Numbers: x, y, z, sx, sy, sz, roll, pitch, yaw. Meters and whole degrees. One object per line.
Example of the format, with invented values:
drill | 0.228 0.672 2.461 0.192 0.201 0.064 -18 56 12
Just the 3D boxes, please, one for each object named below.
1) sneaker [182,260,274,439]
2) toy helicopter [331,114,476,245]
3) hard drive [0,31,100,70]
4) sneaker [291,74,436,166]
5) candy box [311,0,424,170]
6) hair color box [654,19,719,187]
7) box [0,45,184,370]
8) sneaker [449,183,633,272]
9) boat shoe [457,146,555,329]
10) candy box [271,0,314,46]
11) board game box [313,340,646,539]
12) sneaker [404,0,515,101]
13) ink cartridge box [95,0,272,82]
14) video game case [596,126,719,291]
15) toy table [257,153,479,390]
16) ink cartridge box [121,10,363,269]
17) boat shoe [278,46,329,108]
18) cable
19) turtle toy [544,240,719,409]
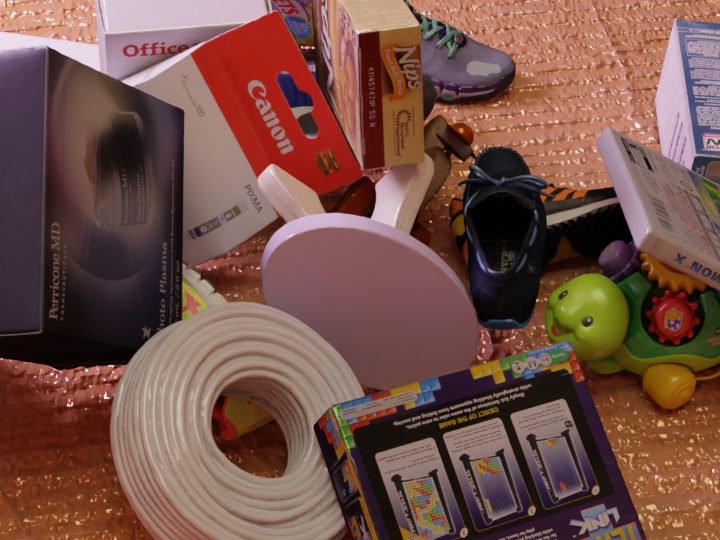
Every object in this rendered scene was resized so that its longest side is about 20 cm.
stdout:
sneaker | -0.140 0.061 1.314 0.199 0.079 0.090 32 53 26
toy helicopter | 0.056 -0.095 1.465 0.079 0.132 0.200 40 26 -9
hard drive | -0.292 -0.172 1.584 0.197 0.026 0.133 9 44 6
sneaker | 0.010 -0.124 1.467 0.084 0.075 0.199 9 28 42
candy box | 0.003 -0.176 1.357 0.055 0.117 0.200 -7 29 -10
hair color box | 0.312 -0.128 1.521 0.060 0.101 0.201 5 44 0
box | -0.224 -0.037 1.222 0.122 0.198 0.203 -5 81 23
sneaker | 0.172 -0.054 1.456 0.198 0.070 0.090 -14 49 -14
boat shoe | 0.123 -0.041 1.355 0.083 0.069 0.201 -6 42 0
candy box | -0.080 -0.251 1.481 0.101 0.200 0.027 0 72 13
board game box | 0.086 0.155 1.189 0.198 0.057 0.167 -13 74 -22
sneaker | 0.054 -0.223 1.613 0.197 0.088 0.075 9 44 6
ink cartridge box | -0.150 -0.152 1.445 0.145 0.201 0.083 -6 44 -9
video game case | 0.283 -0.031 1.342 0.181 0.022 0.201 25 24 -14
toy table | 0.000 0.000 1.329 0.183 0.200 0.118 -34 35 14
ink cartridge box | -0.120 -0.098 1.365 0.198 0.161 0.047 -22 20 18
boat shoe | -0.075 -0.174 1.576 0.197 0.073 0.073 5 24 9
cable | -0.083 0.121 1.203 0.200 0.069 0.201 -37 89 -38
turtle toy | 0.234 0.028 1.351 0.198 0.102 0.146 -21 48 -23
